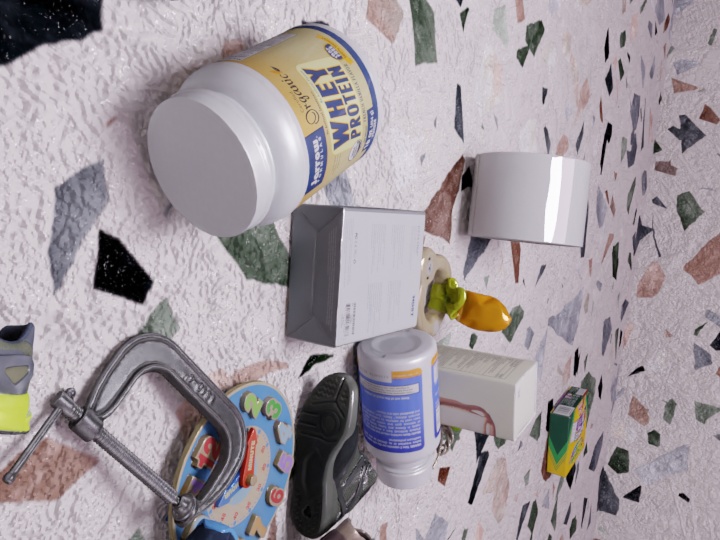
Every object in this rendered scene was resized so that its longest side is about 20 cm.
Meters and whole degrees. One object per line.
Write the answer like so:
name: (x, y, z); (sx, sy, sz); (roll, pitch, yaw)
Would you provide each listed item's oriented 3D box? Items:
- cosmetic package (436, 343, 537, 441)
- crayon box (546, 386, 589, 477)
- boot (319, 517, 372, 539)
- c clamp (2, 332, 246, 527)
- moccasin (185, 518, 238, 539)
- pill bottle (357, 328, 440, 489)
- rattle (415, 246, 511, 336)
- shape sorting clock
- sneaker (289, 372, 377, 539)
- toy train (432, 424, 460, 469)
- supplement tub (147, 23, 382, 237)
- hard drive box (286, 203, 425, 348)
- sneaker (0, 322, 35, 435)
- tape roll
cosmetic package: (0.152, 0.174, 1.014); (0.103, 0.197, 0.089); (-19, 112, -54)
crayon box: (0.571, 0.438, 1.872); (0.199, 0.057, 0.177); (-22, 115, -55)
boot: (-0.058, 0.349, 0.786); (0.146, 0.070, 0.200); (-43, 159, -4)
c clamp: (-0.185, 0.152, 0.601); (0.200, 0.027, 0.173); (48, 46, -32)
moccasin: (-0.161, 0.331, 0.642); (0.068, 0.079, 0.204); (-63, 159, -69)
pill bottle: (0.055, 0.193, 0.946); (0.112, 0.110, 0.204); (-29, 121, -52)
rattle: (0.127, 0.027, 1.009); (0.130, 0.142, 0.202); (-45, 141, -19)
shape sorting clock: (-0.128, 0.219, 0.726); (0.199, 0.039, 0.205); (-18, 111, -55)
sneaker: (-0.026, 0.222, 0.859); (0.114, 0.075, 0.204); (-3, 102, -59)
toy train: (0.154, 0.246, 1.155); (0.116, 0.083, 0.203); (63, 44, -61)
supplement tub: (-0.082, -0.131, 0.629); (0.200, 0.142, 0.147); (-45, 132, -44)
hard drive box: (0.000, 0.000, 0.850); (0.199, 0.076, 0.160); (-4, 100, -57)
sneaker: (-0.288, 0.050, 0.419); (0.200, 0.072, 0.083); (37, 56, -61)
tape roll: (0.288, -0.118, 1.173); (0.201, 0.199, 0.143); (0, 96, -57)
